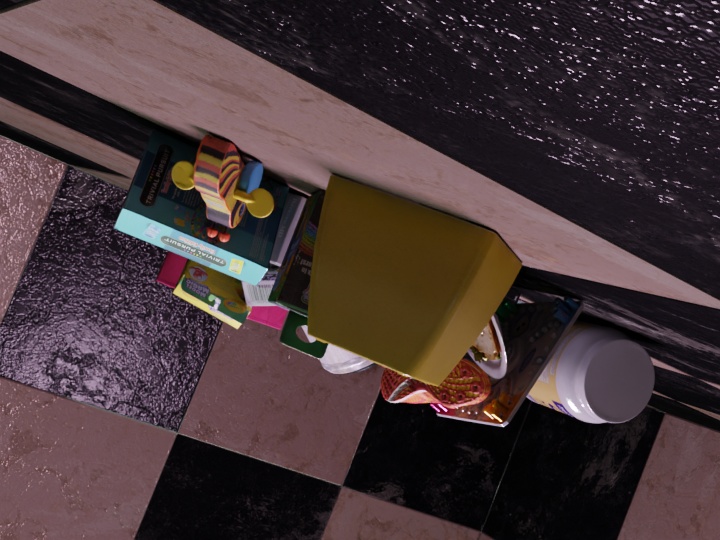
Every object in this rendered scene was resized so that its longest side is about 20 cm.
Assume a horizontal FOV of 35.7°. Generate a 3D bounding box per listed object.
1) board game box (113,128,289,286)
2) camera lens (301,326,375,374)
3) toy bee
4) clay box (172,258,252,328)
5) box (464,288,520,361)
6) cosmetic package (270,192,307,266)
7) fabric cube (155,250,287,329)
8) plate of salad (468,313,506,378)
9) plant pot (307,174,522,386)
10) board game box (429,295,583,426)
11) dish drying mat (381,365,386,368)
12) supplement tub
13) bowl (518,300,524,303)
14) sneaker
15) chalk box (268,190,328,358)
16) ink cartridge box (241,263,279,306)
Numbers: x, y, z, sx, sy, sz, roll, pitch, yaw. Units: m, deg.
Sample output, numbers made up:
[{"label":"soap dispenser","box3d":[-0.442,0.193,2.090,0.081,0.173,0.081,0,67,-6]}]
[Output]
[{"label":"board game box","box3d":[-0.206,-0.083,1.475,0.200,0.151,0.047,23,138,-13]},{"label":"camera lens","box3d":[-0.027,0.063,1.906,0.200,0.160,0.160,63,163,-15]},{"label":"toy bee","box3d":[-0.161,-0.091,1.392,0.131,0.109,0.200,18,175,33]},{"label":"clay box","box3d":[-0.211,0.005,1.714,0.115,0.048,0.200,30,-144,-12]},{"label":"box","box3d":[0.133,0.062,1.640,0.079,0.141,0.200,18,175,45]},{"label":"cosmetic package","box3d":[-0.144,-0.070,1.635,0.200,0.107,0.090,17,175,43]},{"label":"fabric cube","box3d":[-0.220,-0.026,2.045,0.196,0.200,0.200,22,177,15]},{"label":"plate of salad","box3d":[0.129,0.055,1.457,0.200,0.048,0.200,59,167,22]},{"label":"plant pot","box3d":[0.049,0.024,1.280,0.200,0.177,0.200,20,177,19]},{"label":"board game box","box3d":[0.195,0.118,1.531,0.026,0.200,0.200,40,164,-16]},{"label":"dish drying mat","box3d":[0.073,0.113,1.532,0.077,0.018,0.200,9,163,-7]},{"label":"supplement tub","box3d":[0.334,0.149,1.692,0.145,0.146,0.200,23,177,-22]},{"label":"bowl","box3d":[0.251,0.106,1.906,0.201,0.105,0.201,21,177,1]},{"label":"sneaker","box3d":[0.111,0.147,1.512,0.077,0.073,0.200,2,177,-36]},{"label":"chalk box","box3d":[-0.043,0.013,1.474,0.125,0.200,0.124,23,177,-8]},{"label":"ink cartridge box","box3d":[-0.102,-0.018,1.710,0.109,0.050,0.200,-1,-149,13]}]
